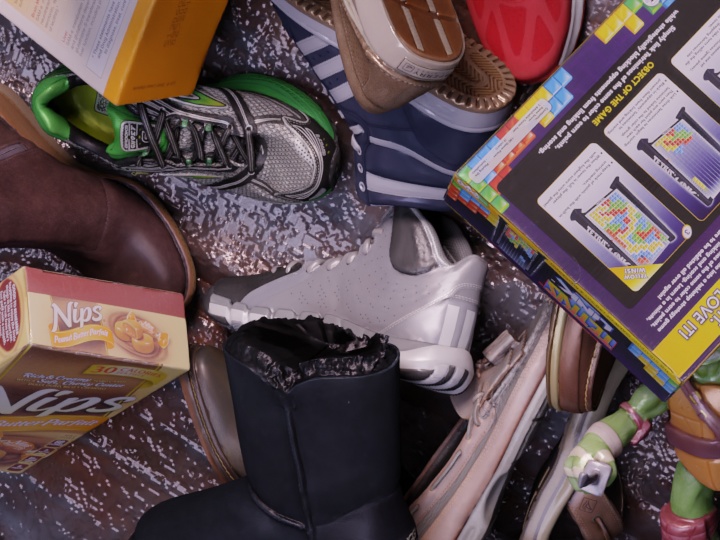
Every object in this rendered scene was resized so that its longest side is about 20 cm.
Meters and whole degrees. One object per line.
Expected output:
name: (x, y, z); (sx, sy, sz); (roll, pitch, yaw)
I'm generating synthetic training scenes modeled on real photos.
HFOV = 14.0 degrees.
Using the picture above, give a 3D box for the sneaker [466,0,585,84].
sneaker: (0.067, -0.190, 1.614); (0.078, 0.116, 0.200); (-2, 107, 26)

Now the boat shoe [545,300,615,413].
boat shoe: (0.154, -0.012, 1.638); (0.068, 0.072, 0.200); (18, 92, 13)

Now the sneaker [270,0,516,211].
sneaker: (0.000, -0.113, 1.701); (0.200, 0.070, 0.109); (39, 140, 24)

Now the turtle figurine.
turtle figurine: (0.194, 0.131, 1.637); (0.144, 0.200, 0.194); (-19, 126, -2)

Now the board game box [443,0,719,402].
board game box: (0.172, -0.058, 1.579); (0.165, 0.057, 0.200); (44, 75, 5)

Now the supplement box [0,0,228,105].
supplement box: (-0.165, -0.203, 1.717); (0.200, 0.073, 0.126); (39, 121, 26)

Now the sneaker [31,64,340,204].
sneaker: (-0.105, -0.078, 1.753); (0.200, 0.085, 0.078); (13, 113, 20)

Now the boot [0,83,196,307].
boot: (-0.207, -0.026, 1.771); (0.200, 0.166, 0.072); (43, 120, 6)

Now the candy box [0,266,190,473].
candy box: (-0.208, 0.064, 1.804); (0.200, 0.115, 0.055); (-31, 58, 45)

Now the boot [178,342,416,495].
boot: (-0.026, 0.113, 1.796); (0.097, 0.075, 0.200); (-26, 106, 24)

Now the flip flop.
flip flop: (0.134, 0.126, 1.725); (0.058, 0.081, 0.200); (21, 111, 1)

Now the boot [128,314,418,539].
boot: (-0.057, 0.105, 1.706); (0.200, 0.076, 0.168); (4, 116, 29)

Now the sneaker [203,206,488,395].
sneaker: (0.000, 0.000, 1.752); (0.200, 0.075, 0.116); (14, 85, 38)

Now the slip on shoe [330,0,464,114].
slip on shoe: (0.007, -0.178, 1.632); (0.061, 0.076, 0.200); (-46, 50, 44)

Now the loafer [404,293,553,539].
loafer: (0.068, 0.096, 1.721); (0.063, 0.072, 0.200); (25, 103, 5)
